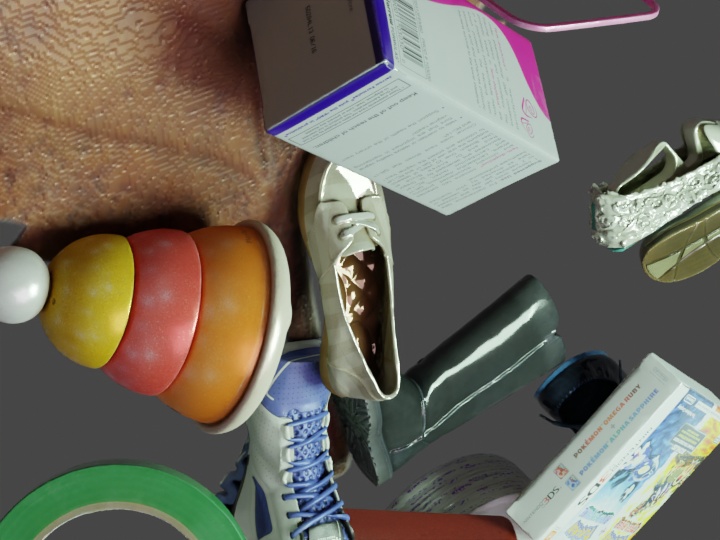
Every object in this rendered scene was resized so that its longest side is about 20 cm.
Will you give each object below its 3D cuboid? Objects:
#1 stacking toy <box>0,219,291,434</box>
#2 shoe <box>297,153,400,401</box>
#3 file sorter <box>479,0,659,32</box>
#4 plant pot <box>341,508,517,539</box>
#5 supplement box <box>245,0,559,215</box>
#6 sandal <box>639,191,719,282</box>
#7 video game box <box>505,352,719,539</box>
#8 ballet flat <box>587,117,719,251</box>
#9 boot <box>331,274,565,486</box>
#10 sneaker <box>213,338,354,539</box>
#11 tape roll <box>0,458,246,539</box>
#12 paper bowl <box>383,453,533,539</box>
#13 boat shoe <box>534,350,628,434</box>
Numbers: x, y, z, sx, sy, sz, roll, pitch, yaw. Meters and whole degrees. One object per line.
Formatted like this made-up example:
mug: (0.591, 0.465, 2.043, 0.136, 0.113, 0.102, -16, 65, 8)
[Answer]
stacking toy: (-0.158, 0.020, 1.083, 0.200, 0.146, 0.146, 13, 113, -26)
shoe: (0.000, 0.000, 1.193, 0.070, 0.053, 0.200, -16, 110, -31)
file sorter: (0.142, -0.271, 1.084, 0.139, 0.125, 0.200, -13, 129, -34)
plant pot: (0.039, 0.315, 1.333, 0.200, 0.176, 0.200, 4, 100, -11)
supplement box: (0.031, -0.123, 1.096, 0.103, 0.101, 0.200, -27, 150, 32)
sandal: (0.335, -0.051, 1.499, 0.200, 0.054, 0.080, -21, 129, -8)
video game box: (0.232, 0.168, 1.449, 0.182, 0.047, 0.200, -47, 151, 9)
ballet flat: (0.273, -0.088, 1.399, 0.200, 0.072, 0.072, -33, 138, -18)
boot: (0.074, 0.068, 1.343, 0.200, 0.066, 0.165, -30, 145, -16)
sneaker: (-0.044, 0.157, 1.274, 0.081, 0.115, 0.199, -9, 127, -38)
tape roll: (-0.171, 0.234, 1.174, 0.200, 0.200, 0.048, -44, -178, -5)
paper bowl: (0.098, 0.273, 1.505, 0.201, 0.104, 0.201, -23, 135, -25)
boat shoe: (0.222, 0.118, 1.483, 0.084, 0.069, 0.200, -45, 154, 18)
